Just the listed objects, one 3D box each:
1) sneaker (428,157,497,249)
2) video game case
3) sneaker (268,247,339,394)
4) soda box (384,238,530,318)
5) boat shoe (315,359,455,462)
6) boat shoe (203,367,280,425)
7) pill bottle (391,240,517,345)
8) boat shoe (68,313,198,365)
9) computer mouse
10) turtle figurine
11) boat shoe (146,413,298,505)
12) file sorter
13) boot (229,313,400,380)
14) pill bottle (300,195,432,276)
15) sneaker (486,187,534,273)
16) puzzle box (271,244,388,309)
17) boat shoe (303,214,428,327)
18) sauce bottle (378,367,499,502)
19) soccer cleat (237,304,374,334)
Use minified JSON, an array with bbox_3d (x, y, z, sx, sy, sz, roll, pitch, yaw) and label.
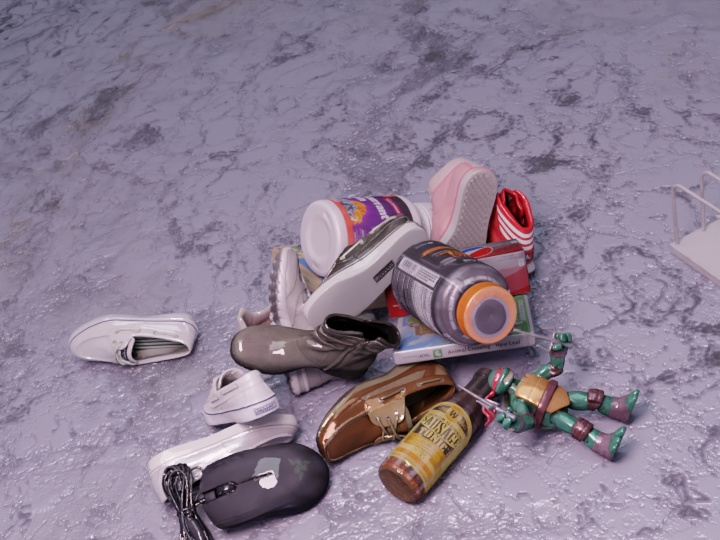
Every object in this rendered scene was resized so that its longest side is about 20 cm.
[{"bbox_3d":[0.135,-0.070,1.570,0.075,0.201,0.105,7,23,-25],"label":"sneaker"},{"bbox_3d":[0.139,0.069,1.449,0.181,0.022,0.200,-9,17,8],"label":"video game case"},{"bbox_3d":[-0.077,0.065,1.483,0.082,0.201,0.075,-10,5,-14],"label":"sneaker"},{"bbox_3d":[0.131,0.010,1.501,0.199,0.064,0.070,-11,17,2],"label":"soda box"},{"bbox_3d":[0.036,0.177,1.365,0.200,0.076,0.074,-34,43,-21],"label":"boat shoe"},{"bbox_3d":[-0.161,0.159,1.405,0.073,0.066,0.200,-22,2,-30],"label":"boat shoe"},{"bbox_3d":[0.121,0.032,1.357,0.106,0.107,0.200,-26,21,-13],"label":"pill bottle"},{"bbox_3d":[-0.343,0.106,1.606,0.199,0.074,0.067,-12,33,6],"label":"boat shoe"},{"bbox_3d":[-0.133,0.266,1.299,0.199,0.053,0.139,-18,64,-10],"label":"computer mouse"},{"bbox_3d":[0.224,0.148,1.294,0.199,0.101,0.150,22,66,13],"label":"turtle figurine"},{"bbox_3d":[-0.169,0.242,1.372,0.199,0.072,0.069,-15,63,-17],"label":"boat shoe"},{"bbox_3d":[0.542,-0.084,1.464,0.199,0.125,0.139,-25,37,-12],"label":"file sorter"},{"bbox_3d":[-0.058,0.084,1.377,0.199,0.131,0.068,7,63,-17],"label":"boot"},{"bbox_3d":[0.022,-0.054,1.590,0.199,0.112,0.111,-6,27,-34],"label":"pill bottle"},{"bbox_3d":[0.202,-0.088,1.600,0.078,0.116,0.200,-14,37,-27],"label":"sneaker"},{"bbox_3d":[-0.026,0.005,1.610,0.133,0.026,0.200,-7,27,-36],"label":"puzzle box"},{"bbox_3d":[0.000,0.000,1.447,0.200,0.071,0.064,-37,42,-10],"label":"boat shoe"},{"bbox_3d":[0.103,0.195,1.320,0.066,0.066,0.200,17,49,37],"label":"sauce bottle"},{"bbox_3d":[-0.081,0.073,1.536,0.199,0.087,0.070,-12,36,7],"label":"soccer cleat"}]
